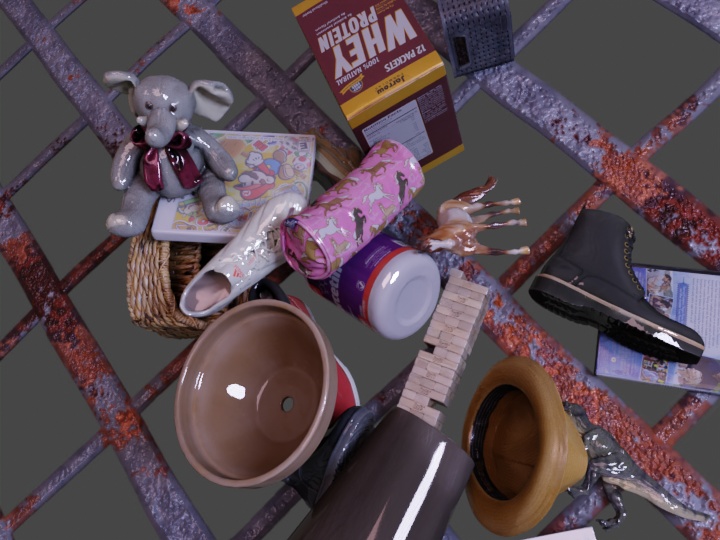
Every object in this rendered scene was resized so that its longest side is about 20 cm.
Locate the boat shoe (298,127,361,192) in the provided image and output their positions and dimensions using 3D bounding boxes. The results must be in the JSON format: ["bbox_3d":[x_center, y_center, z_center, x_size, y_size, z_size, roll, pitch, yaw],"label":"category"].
[{"bbox_3d":[-0.025,-0.149,0.932,0.076,0.072,0.200,-42,64,-14],"label":"boat shoe"}]

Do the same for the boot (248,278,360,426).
[{"bbox_3d":[-0.076,0.107,0.812,0.072,0.144,0.201,-33,66,2],"label":"boot"}]

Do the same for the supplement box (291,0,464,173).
[{"bbox_3d":[0.029,-0.255,0.877,0.131,0.200,0.199,-27,66,5],"label":"supplement box"}]

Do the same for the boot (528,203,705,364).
[{"bbox_3d":[0.315,0.008,0.750,0.198,0.078,0.139,27,76,24],"label":"boot"}]

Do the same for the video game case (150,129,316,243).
[{"bbox_3d":[-0.164,-0.115,0.869,0.196,0.023,0.184,3,57,0],"label":"video game case"}]

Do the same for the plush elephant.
[{"bbox_3d":[-0.235,-0.163,0.793,0.162,0.156,0.203,-3,57,-3],"label":"plush elephant"}]

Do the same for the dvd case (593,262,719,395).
[{"bbox_3d":[0.383,0.067,0.755,0.197,0.018,0.145,7,73,20],"label":"dvd case"}]

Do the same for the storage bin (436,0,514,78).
[{"bbox_3d":[0.153,-0.400,0.925,0.092,0.135,0.203,-13,68,12],"label":"storage bin"}]

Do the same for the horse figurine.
[{"bbox_3d":[0.140,-0.061,0.818,0.130,0.051,0.201,-4,28,11],"label":"horse figurine"}]

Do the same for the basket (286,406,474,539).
[{"bbox_3d":[0.025,0.263,0.701,0.201,0.136,0.179,-54,27,-16],"label":"basket"}]

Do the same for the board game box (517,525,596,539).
[{"bbox_3d":[0.173,0.368,0.703,0.197,0.034,0.137,-16,67,11],"label":"board game box"}]

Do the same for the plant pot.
[{"bbox_3d":[-0.102,0.143,0.726,0.198,0.093,0.204,-12,63,24],"label":"plant pot"}]

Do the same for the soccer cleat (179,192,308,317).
[{"bbox_3d":[-0.137,-0.013,0.777,0.200,0.078,0.069,-43,95,6],"label":"soccer cleat"}]

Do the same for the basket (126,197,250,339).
[{"bbox_3d":[-0.223,-0.014,0.900,0.146,0.143,0.203,-2,71,17],"label":"basket"}]

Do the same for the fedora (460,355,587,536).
[{"bbox_3d":[0.184,0.193,0.709,0.081,0.200,0.204,14,72,-17],"label":"fedora"}]

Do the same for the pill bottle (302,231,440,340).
[{"bbox_3d":[0.000,0.000,0.829,0.199,0.112,0.113,29,81,43],"label":"pill bottle"}]

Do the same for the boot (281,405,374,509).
[{"bbox_3d":[-0.092,0.189,0.802,0.199,0.065,0.167,33,114,26],"label":"boot"}]

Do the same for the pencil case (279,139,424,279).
[{"bbox_3d":[-0.008,-0.076,0.769,0.200,0.082,0.087,-42,102,-32],"label":"pencil case"}]

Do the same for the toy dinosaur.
[{"bbox_3d":[0.276,0.231,0.716,0.199,0.048,0.088,41,79,22],"label":"toy dinosaur"}]

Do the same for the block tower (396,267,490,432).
[{"bbox_3d":[0.106,0.103,0.807,0.057,0.054,0.203,17,77,21],"label":"block tower"}]
